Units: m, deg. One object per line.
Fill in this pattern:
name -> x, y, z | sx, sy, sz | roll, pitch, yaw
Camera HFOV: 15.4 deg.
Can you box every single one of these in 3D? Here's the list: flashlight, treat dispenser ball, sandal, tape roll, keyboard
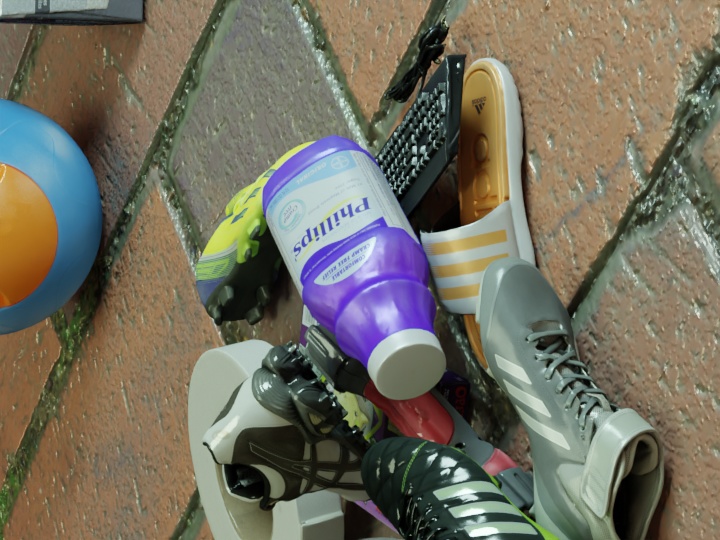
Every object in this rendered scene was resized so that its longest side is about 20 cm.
flashlight -> 0.038, 0.102, 1.705 | 0.200, 0.068, 0.068 | 47, 161, 27
treat dispenser ball -> -0.317, -0.045, 2.246 | 0.201, 0.201, 0.201 | 2, 92, 60
sandal -> 0.066, -0.033, 1.709 | 0.079, 0.059, 0.207 | -16, 77, 60
tape roll -> -0.070, 0.150, 1.936 | 0.203, 0.037, 0.203 | 42, 138, 53
keyboard -> 0.030, -0.090, 1.773 | 0.200, 0.021, 0.127 | 128, 151, -61

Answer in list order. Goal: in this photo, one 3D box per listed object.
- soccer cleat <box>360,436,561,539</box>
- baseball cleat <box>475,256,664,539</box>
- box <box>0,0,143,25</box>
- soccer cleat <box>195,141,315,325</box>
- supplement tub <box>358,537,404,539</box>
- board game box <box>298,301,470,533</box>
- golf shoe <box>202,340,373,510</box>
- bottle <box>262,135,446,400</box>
soccer cleat -> 0.060, 0.161, 1.587 | 0.200, 0.081, 0.068 | 33, 128, 38
baseball cleat -> 0.133, 0.079, 1.601 | 0.106, 0.070, 0.200 | -26, 78, 52
box -> -0.257, -0.304, 2.202 | 0.115, 0.132, 0.200 | 6, 96, 62
soccer cleat -> -0.073, -0.040, 1.953 | 0.200, 0.065, 0.084 | -56, 42, 46
supplement tub -> 0.047, 0.256, 1.662 | 0.200, 0.145, 0.146 | 18, 106, 60
board game box -> 0.010, 0.103, 1.845 | 0.200, 0.032, 0.120 | 30, 114, 57
golf shoe -> -0.047, 0.116, 1.742 | 0.078, 0.094, 0.200 | 50, 178, 30
bottle -> 0.000, 0.000, 1.704 | 0.083, 0.065, 0.200 | -36, 44, 10
